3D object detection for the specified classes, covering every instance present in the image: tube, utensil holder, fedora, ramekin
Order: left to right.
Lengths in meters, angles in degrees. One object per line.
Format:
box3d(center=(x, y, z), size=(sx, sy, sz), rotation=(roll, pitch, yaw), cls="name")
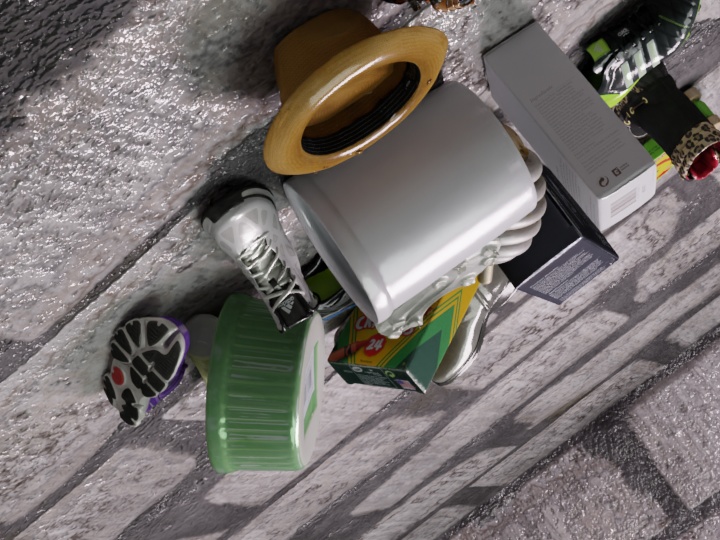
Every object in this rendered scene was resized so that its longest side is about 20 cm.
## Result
box3d(center=(-0.166, 0.100, 1.575), size=(0.058, 0.052, 0.200), rotation=(5, 164, 7), cls="tube")
box3d(center=(-0.100, 0.127, 1.486), size=(0.097, 0.201, 0.200), rotation=(4, 160, 7), cls="ramekin")
box3d(center=(-0.019, -0.164, 1.153), size=(0.200, 0.082, 0.201), rotation=(-34, 165, -11), cls="fedora")
box3d(center=(0.051, -0.072, 1.348), size=(0.200, 0.170, 0.170), rotation=(-35, 160, -7), cls="utensil holder")

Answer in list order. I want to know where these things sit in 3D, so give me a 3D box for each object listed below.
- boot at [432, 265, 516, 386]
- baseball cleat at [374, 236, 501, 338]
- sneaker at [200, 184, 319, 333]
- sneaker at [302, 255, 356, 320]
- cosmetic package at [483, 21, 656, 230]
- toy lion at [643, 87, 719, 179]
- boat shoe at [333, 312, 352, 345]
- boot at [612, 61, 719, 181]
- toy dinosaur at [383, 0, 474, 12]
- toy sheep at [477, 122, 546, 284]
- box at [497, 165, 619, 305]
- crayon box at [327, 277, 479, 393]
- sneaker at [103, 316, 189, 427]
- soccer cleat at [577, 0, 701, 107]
box3d(center=(0.112, 0.046, 1.722), size=(0.131, 0.068, 0.200), rotation=(23, 103, -46), cls="boot")
box3d(center=(0.068, -0.009, 1.475), size=(0.070, 0.107, 0.200), rotation=(4, 145, -44), cls="baseball cleat")
box3d(center=(-0.086, -0.007, 1.350), size=(0.076, 0.115, 0.201), rotation=(-34, 160, 0), cls="sneaker")
box3d(center=(-0.001, 0.000, 1.564), size=(0.199, 0.071, 0.083), rotation=(-28, 165, -9), cls="sneaker")
box3d(center=(0.213, -0.147, 1.377), size=(0.074, 0.200, 0.102), rotation=(-34, 161, -1), cls="cosmetic package")
box3d(center=(0.407, -0.154, 1.881), size=(0.200, 0.069, 0.192), rotation=(-39, 166, 10), cls="toy lion")
box3d(center=(0.055, 0.054, 1.764), size=(0.200, 0.073, 0.065), rotation=(-34, 170, -2), cls="boat shoe")
box3d(center=(0.373, -0.172, 1.639), size=(0.073, 0.151, 0.200), rotation=(-32, 160, -5), cls="boot")
box3d(center=(0.080, -0.261, 1.118), size=(0.136, 0.102, 0.200), rotation=(-30, -176, 36), cls="toy dinosaur")
box3d(center=(0.145, -0.075, 1.533), size=(0.138, 0.138, 0.200), rotation=(-20, 130, -35), cls="toy sheep")
box3d(center=(0.220, -0.052, 1.682), size=(0.104, 0.148, 0.200), rotation=(-39, 158, 15), cls="box")
box3d(center=(0.059, 0.045, 1.607), size=(0.051, 0.127, 0.200), rotation=(50, 57, -37), cls="crayon box")
box3d(center=(-0.222, 0.094, 1.459), size=(0.083, 0.081, 0.200), rotation=(-37, 174, -33), cls="sneaker")
box3d(center=(0.296, -0.249, 1.483), size=(0.081, 0.068, 0.200), rotation=(0, 143, -37), cls="soccer cleat")
